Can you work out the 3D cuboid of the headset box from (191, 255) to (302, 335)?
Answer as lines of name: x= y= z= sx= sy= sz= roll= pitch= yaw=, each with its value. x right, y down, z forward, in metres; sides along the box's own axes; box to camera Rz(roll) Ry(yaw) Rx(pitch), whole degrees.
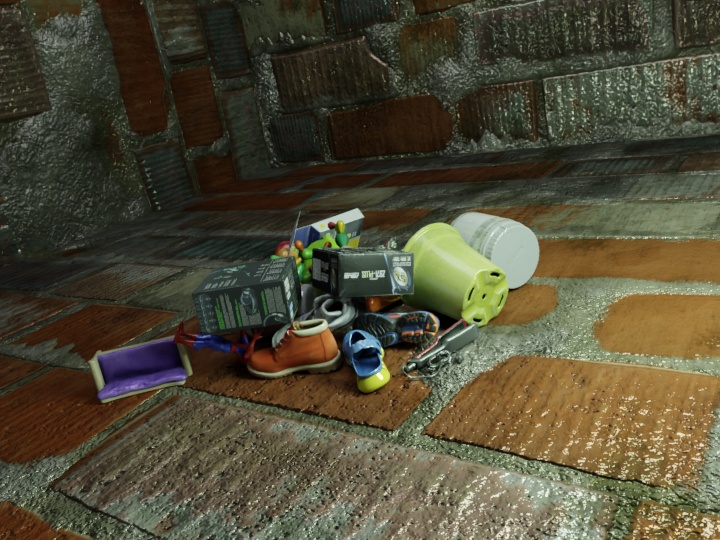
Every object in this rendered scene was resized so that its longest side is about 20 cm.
headset box: x=-0.232 y=0.049 z=1.324 sx=0.197 sy=0.094 sz=0.174 roll=-8 pitch=16 yaw=4

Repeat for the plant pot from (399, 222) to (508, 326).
plant pot: x=0.206 y=0.023 z=1.374 sx=0.198 sy=0.203 sz=0.184 roll=-21 pitch=31 yaw=-29

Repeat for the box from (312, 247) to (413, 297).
box: x=0.000 y=0.000 z=1.357 sx=0.161 sy=0.088 sz=0.200 roll=-2 pitch=6 yaw=-20

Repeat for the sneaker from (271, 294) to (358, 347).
sneaker: x=-0.099 y=0.107 z=1.338 sx=0.198 sy=0.076 sz=0.115 roll=-26 pitch=-16 yaw=-5

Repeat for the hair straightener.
hair straightener: x=0.157 y=0.150 z=1.219 sx=0.198 sy=0.042 sz=0.076 roll=-23 pitch=22 yaw=-34

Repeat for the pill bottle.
pill bottle: x=-0.200 y=0.094 z=1.478 sx=0.197 sy=0.115 sz=0.113 roll=-6 pitch=18 yaw=15

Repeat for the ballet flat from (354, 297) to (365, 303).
ballet flat: x=0.010 y=0.040 z=1.624 sx=0.070 sy=0.068 sz=0.200 roll=-29 pitch=8 yaw=28

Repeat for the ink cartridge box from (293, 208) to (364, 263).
ink cartridge box: x=-0.093 y=-0.061 z=1.776 sx=0.198 sy=0.199 sz=0.047 roll=-24 pitch=58 yaw=-29

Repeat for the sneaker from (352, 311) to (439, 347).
sneaker: x=0.074 y=0.121 z=1.334 sx=0.197 sy=0.077 sz=0.078 roll=-2 pitch=-1 yaw=27

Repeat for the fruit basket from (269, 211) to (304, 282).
fruit basket: x=-0.181 y=-0.018 z=1.620 sx=0.093 sy=0.186 sz=0.202 roll=20 pitch=51 yaw=-7

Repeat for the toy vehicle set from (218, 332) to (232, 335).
toy vehicle set: x=-0.314 y=0.108 z=1.644 sx=0.122 sy=0.027 sz=0.200 roll=-10 pitch=18 yaw=4

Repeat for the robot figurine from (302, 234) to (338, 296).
robot figurine: x=-0.090 y=0.003 z=1.635 sx=0.174 sy=0.116 sz=0.201 roll=-31 pitch=33 yaw=25

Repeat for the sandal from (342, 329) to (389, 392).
sandal: x=0.004 y=0.149 z=1.233 sx=0.079 sy=0.088 sz=0.200 roll=-24 pitch=18 yaw=-7

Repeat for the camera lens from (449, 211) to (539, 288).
camera lens: x=0.303 y=-0.049 z=1.539 sx=0.158 sy=0.162 sz=0.199 roll=-19 pitch=20 yaw=-24

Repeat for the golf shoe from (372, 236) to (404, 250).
golf shoe: x=0.045 y=-0.019 z=1.577 sx=0.087 sy=0.078 sz=0.200 roll=-28 pitch=1 yaw=27

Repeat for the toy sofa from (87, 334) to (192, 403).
toy sofa: x=-0.459 y=0.201 z=1.360 sx=0.197 sy=0.084 sz=0.098 roll=-12 pitch=17 yaw=-5

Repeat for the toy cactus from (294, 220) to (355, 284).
toy cactus: x=-0.064 y=-0.047 z=1.513 sx=0.163 sy=0.103 sz=0.200 roll=6 pitch=39 yaw=31

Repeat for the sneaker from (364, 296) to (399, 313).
sneaker: x=0.076 y=0.043 z=1.537 sx=0.076 sy=0.074 sz=0.199 roll=-2 pitch=20 yaw=36

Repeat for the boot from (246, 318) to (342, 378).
boot: x=-0.142 y=0.150 z=1.287 sx=0.197 sy=0.109 sz=0.075 roll=-11 pitch=26 yaw=13

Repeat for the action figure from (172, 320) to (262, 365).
action figure: x=-0.275 y=0.132 z=1.341 sx=0.197 sy=0.100 sz=0.065 roll=21 pitch=16 yaw=-11
